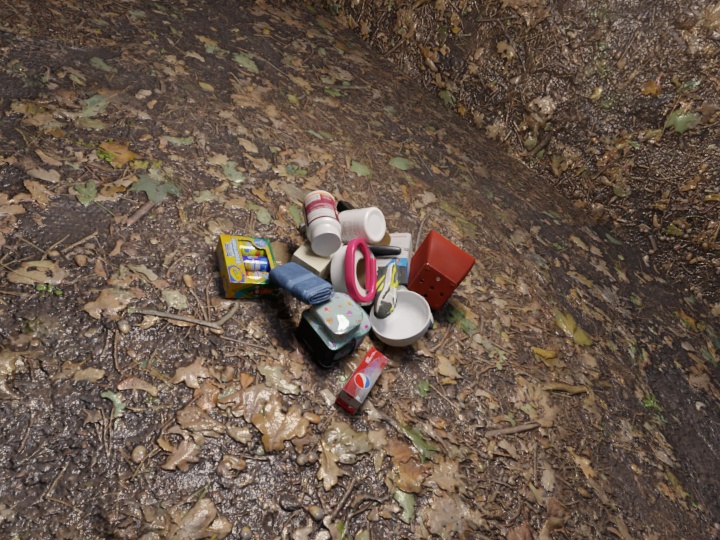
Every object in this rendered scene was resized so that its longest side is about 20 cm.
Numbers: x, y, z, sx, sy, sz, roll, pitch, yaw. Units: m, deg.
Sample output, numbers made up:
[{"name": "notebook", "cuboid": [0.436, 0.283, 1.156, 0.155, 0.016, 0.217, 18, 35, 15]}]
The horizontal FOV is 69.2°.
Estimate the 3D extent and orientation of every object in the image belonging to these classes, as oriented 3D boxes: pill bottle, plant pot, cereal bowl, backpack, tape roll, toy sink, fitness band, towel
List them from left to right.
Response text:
[{"name": "towel", "cuboid": [-0.174, 0.041, 1.515, 0.110, 0.050, 0.198, -18, 35, -40]}, {"name": "toy sink", "cuboid": [-0.154, -0.029, 1.706, 0.111, 0.132, 0.201, 32, 39, 4]}, {"name": "pill bottle", "cuboid": [-0.121, -0.151, 1.665, 0.112, 0.115, 0.203, 10, 42, -23]}, {"name": "backpack", "cuboid": [-0.068, 0.159, 1.541, 0.176, 0.155, 0.198, 43, 36, 26]}, {"name": "pill bottle", "cuboid": [-0.022, -0.145, 1.749, 0.113, 0.197, 0.117, 2, 88, -49]}, {"name": "tape roll", "cuboid": [-0.015, 0.017, 1.701, 0.201, 0.069, 0.208, 25, 61, -56]}, {"name": "fitness band", "cuboid": [0.000, 0.000, 1.633, 0.143, 0.037, 0.205, 21, 64, -54]}, {"name": "cereal bowl", "cuboid": [0.129, 0.165, 1.686, 0.195, 0.084, 0.203, -5, 46, 5]}, {"name": "plant pot", "cuboid": [0.267, 0.017, 1.850, 0.198, 0.201, 0.177, 34, 33, 0]}]

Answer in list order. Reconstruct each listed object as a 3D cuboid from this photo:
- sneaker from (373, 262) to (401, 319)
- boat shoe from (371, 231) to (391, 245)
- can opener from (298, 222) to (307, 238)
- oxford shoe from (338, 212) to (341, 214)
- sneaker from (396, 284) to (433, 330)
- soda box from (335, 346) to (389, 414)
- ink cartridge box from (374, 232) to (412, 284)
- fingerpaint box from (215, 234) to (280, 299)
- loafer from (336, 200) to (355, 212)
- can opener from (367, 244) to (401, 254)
[{"name": "sneaker", "cuboid": [0.075, 0.072, 1.692, 0.074, 0.083, 0.203, 44, 51, -33]}, {"name": "boat shoe", "cuboid": [0.016, -0.132, 1.880, 0.196, 0.065, 0.073, 20, 78, 1]}, {"name": "can opener", "cuboid": [-0.130, -0.134, 1.899, 0.196, 0.054, 0.068, 15, 39, -21]}, {"name": "oxford shoe", "cuboid": [-0.064, -0.182, 1.966, 0.073, 0.072, 0.200, -40, 81, -23]}, {"name": "sneaker", "cuboid": [0.164, 0.142, 1.785, 0.086, 0.079, 0.199, -29, 58, -35]}, {"name": "soda box", "cuboid": [0.007, 0.311, 1.489, 0.069, 0.064, 0.200, 35, 38, 6]}, {"name": "ink cartridge box", "cuboid": [0.108, -0.043, 1.883, 0.142, 0.086, 0.202, -1, 36, 14]}, {"name": "fingerpaint box", "cuboid": [-0.346, -0.013, 1.607, 0.164, 0.074, 0.202, 4, 45, -30]}, {"name": "loafer", "cuboid": [-0.018, -0.204, 2.031, 0.070, 0.074, 0.202, -8, 53, -39]}, {"name": "can opener", "cuboid": [0.047, -0.070, 1.823, 0.195, 0.081, 0.063, -2, 6, 6]}]
